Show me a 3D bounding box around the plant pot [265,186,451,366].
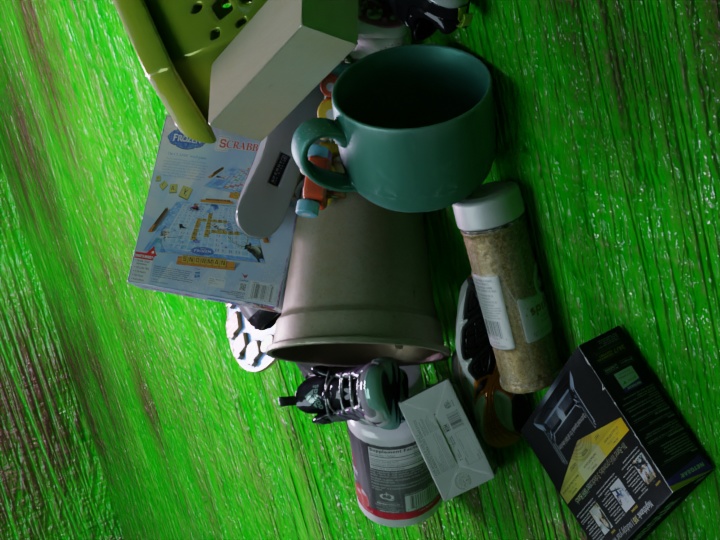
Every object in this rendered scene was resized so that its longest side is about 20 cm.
[{"bbox_3d":[0.000,0.000,1.710,0.200,0.198,0.186,154,119,-68],"label":"plant pot"}]

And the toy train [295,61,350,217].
[{"bbox_3d":[-0.021,-0.136,1.601,0.150,0.055,0.203,91,-172,-72],"label":"toy train"}]

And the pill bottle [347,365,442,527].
[{"bbox_3d":[0.041,0.200,1.913,0.111,0.110,0.202,41,146,47],"label":"pill bottle"}]

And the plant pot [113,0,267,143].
[{"bbox_3d":[-0.159,-0.271,1.741,0.202,0.180,0.199,64,-179,25],"label":"plant pot"}]

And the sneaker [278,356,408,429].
[{"bbox_3d":[-0.023,0.137,1.728,0.200,0.138,0.079,59,-149,-77],"label":"sneaker"}]

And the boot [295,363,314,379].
[{"bbox_3d":[-0.073,0.129,2.171,0.133,0.069,0.200,64,163,-7],"label":"boot"}]

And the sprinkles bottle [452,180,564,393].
[{"bbox_3d":[0.145,0.017,1.555,0.068,0.068,0.202,18,128,62],"label":"sprinkles bottle"}]

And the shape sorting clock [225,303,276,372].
[{"bbox_3d":[-0.132,0.035,2.139,0.199,0.039,0.203,-24,63,59],"label":"shape sorting clock"}]

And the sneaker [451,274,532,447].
[{"bbox_3d":[0.122,0.086,1.674,0.092,0.075,0.202,42,146,55],"label":"sneaker"}]

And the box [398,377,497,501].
[{"bbox_3d":[0.098,0.181,1.728,0.118,0.060,0.200,64,-176,6],"label":"box"}]

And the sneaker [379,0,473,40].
[{"bbox_3d":[0.041,-0.260,1.517,0.199,0.071,0.084,24,126,59],"label":"sneaker"}]

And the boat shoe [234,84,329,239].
[{"bbox_3d":[-0.079,-0.128,1.723,0.070,0.202,0.070,25,180,-13],"label":"boat shoe"}]

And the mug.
[{"bbox_3d":[0.038,-0.127,1.519,0.153,0.183,0.115,-72,-21,-49],"label":"mug"}]

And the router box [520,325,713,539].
[{"bbox_3d":[0.237,0.168,1.508,0.158,0.052,0.201,59,156,19],"label":"router box"}]

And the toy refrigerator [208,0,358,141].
[{"bbox_3d":[-0.075,-0.210,1.566,0.200,0.069,0.077,-39,44,50],"label":"toy refrigerator"}]

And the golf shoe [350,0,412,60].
[{"bbox_3d":[-0.013,-0.261,1.651,0.200,0.075,0.092,44,152,47],"label":"golf shoe"}]

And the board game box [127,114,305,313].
[{"bbox_3d":[-0.149,-0.065,1.799,0.198,0.202,0.041,10,172,23],"label":"board game box"}]

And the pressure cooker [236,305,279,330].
[{"bbox_3d":[-0.112,-0.051,1.907,0.201,0.178,0.176,55,-172,4],"label":"pressure cooker"}]
